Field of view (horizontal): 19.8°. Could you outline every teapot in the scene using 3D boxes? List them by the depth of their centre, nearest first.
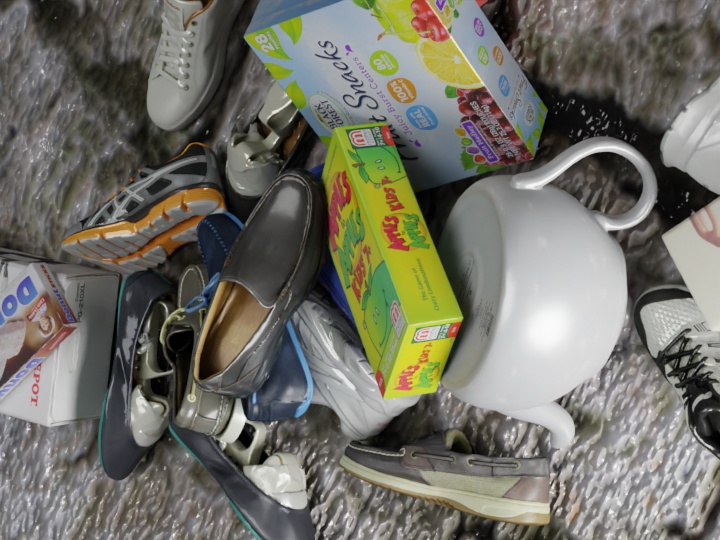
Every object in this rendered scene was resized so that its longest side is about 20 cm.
[{"bbox_3d":[0.149,0.018,1.628,0.200,0.145,0.198,134,140,-63],"label":"teapot"}]

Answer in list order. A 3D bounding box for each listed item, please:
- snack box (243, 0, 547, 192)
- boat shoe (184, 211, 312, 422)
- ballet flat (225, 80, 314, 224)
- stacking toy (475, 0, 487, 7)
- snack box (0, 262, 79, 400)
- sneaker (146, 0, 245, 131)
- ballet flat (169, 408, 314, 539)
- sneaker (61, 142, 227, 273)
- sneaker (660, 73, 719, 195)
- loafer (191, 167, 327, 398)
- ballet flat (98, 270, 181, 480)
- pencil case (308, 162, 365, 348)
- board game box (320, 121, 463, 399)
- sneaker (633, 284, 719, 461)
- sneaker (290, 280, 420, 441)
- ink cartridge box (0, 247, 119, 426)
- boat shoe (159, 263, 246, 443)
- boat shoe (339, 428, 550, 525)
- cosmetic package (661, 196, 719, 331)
[{"bbox_3d":[0.030,-0.160,1.678,0.168,0.068,0.200,-14,127,33],"label":"snack box"},{"bbox_3d":[-0.104,0.036,1.767,0.200,0.068,0.084,62,156,29],"label":"boat shoe"},{"bbox_3d":[-0.079,-0.123,1.821,0.068,0.068,0.200,42,113,26],"label":"ballet flat"},{"bbox_3d":[0.061,-0.237,1.710,0.146,0.146,0.201,39,131,27],"label":"stacking toy"},{"bbox_3d":[-0.344,0.079,1.931,0.200,0.024,0.072,-41,69,28],"label":"snack box"},{"bbox_3d":[-0.162,-0.220,1.867,0.073,0.085,0.201,33,110,27],"label":"sneaker"},{"bbox_3d":[-0.097,0.174,1.833,0.200,0.073,0.073,46,115,27],"label":"ballet flat"},{"bbox_3d":[-0.198,-0.055,1.909,0.199,0.078,0.078,-19,59,34],"label":"sneaker"},{"bbox_3d":[0.313,-0.141,1.563,0.087,0.074,0.200,40,119,14],"label":"sneaker"},{"bbox_3d":[-0.083,0.012,1.687,0.073,0.072,0.201,20,95,18],"label":"loafer"},{"bbox_3d":[-0.199,0.101,1.911,0.073,0.073,0.201,10,95,34],"label":"ballet flat"},{"bbox_3d":[0.000,0.000,1.755,0.200,0.087,0.078,55,139,26],"label":"pencil case"},{"bbox_3d":[0.019,-0.009,1.649,0.102,0.047,0.201,106,150,-51],"label":"board game box"},{"bbox_3d":[0.273,0.087,1.576,0.200,0.088,0.076,50,118,24],"label":"sneaker"},{"bbox_3d":[-0.040,0.068,1.797,0.200,0.078,0.099,52,122,23],"label":"sneaker"},{"bbox_3d":[-0.337,0.058,1.993,0.199,0.084,0.146,11,98,34],"label":"ink cartridge box"},{"bbox_3d":[-0.143,0.064,1.827,0.072,0.060,0.202,-59,30,37],"label":"boat shoe"},{"bbox_3d":[0.075,0.165,1.730,0.199,0.073,0.065,12,87,30],"label":"boat shoe"},{"bbox_3d":[0.338,-0.041,1.520,0.200,0.103,0.088,-36,70,28],"label":"cosmetic package"}]
